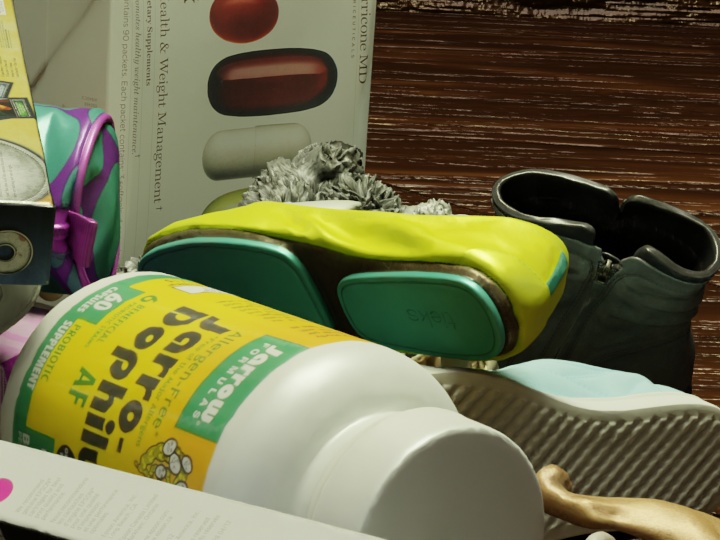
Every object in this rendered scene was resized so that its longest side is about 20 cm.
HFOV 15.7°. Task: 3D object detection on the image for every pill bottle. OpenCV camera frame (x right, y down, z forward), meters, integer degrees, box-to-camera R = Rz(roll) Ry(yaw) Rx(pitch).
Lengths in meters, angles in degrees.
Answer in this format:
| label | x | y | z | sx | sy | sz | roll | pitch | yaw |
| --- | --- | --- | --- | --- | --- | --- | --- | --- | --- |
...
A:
| label | x | y | z | sx | sy | sz | roll | pitch | yaw |
| --- | --- | --- | --- | --- | --- | --- | --- | --- | --- |
| pill bottle | -0.032 | 0.072 | 0.916 | 0.113 | 0.113 | 0.200 | -6 | 15 | -38 |

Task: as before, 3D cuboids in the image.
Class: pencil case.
| label | x | y | z | sx | sy | sz | roll | pitch | yaw |
| --- | --- | --- | --- | --- | --- | --- | --- | --- | --- |
| pencil case | -0.201 | -0.036 | 1.104 | 0.199 | 0.085 | 0.092 | 6 | 14 | 4 |

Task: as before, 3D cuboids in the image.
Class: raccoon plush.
| label | x | y | z | sx | sy | sz | roll | pitch | yaw |
| --- | --- | --- | --- | --- | --- | --- | --- | --- | --- |
| raccoon plush | -0.019 | 0.020 | 1.348 | 0.200 | 0.097 | 0.134 | -35 | 44 | -23 |

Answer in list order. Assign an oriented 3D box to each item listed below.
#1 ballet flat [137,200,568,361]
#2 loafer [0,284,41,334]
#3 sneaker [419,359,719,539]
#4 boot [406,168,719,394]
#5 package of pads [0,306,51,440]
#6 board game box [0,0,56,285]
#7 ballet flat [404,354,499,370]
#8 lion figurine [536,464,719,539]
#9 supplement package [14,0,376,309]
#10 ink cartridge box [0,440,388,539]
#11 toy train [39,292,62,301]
| label | x | y | z | sx | sy | sz | roll | pitch | yaw |
| --- | --- | --- | --- | --- | --- | --- | --- | --- | --- |
| ballet flat | 0.000 | 0.000 | 1.065 | 0.200 | 0.067 | 0.067 | 5 | 37 | 39 |
| loafer | -0.222 | 0.007 | 0.987 | 0.199 | 0.070 | 0.070 | -10 | 45 | 2 |
| sneaker | 0.057 | 0.071 | 1.064 | 0.200 | 0.074 | 0.082 | 9 | 6 | -33 |
| boot | 0.063 | 0.002 | 1.184 | 0.199 | 0.132 | 0.070 | 7 | 50 | 8 |
| package of pads | -0.213 | 0.049 | 1.078 | 0.199 | 0.076 | 0.120 | 7 | 13 | 20 |
| board game box | -0.194 | -0.057 | 1.007 | 0.135 | 0.035 | 0.200 | 2 | 28 | -13 |
| ballet flat | 0.005 | 0.062 | 1.095 | 0.069 | 0.070 | 0.200 | 9 | 13 | 28 |
| lion figurine | 0.155 | 0.103 | 0.964 | 0.200 | 0.073 | 0.122 | -23 | 38 | -35 |
| supplement package | -0.113 | -0.084 | 1.466 | 0.147 | 0.192 | 0.200 | 15 | 17 | 42 |
| ink cartridge box | -0.061 | 0.104 | 0.795 | 0.200 | 0.095 | 0.037 | 13 | 48 | 36 |
| toy train | -0.177 | -0.025 | 1.245 | 0.056 | 0.150 | 0.200 | -26 | 22 | 14 |
